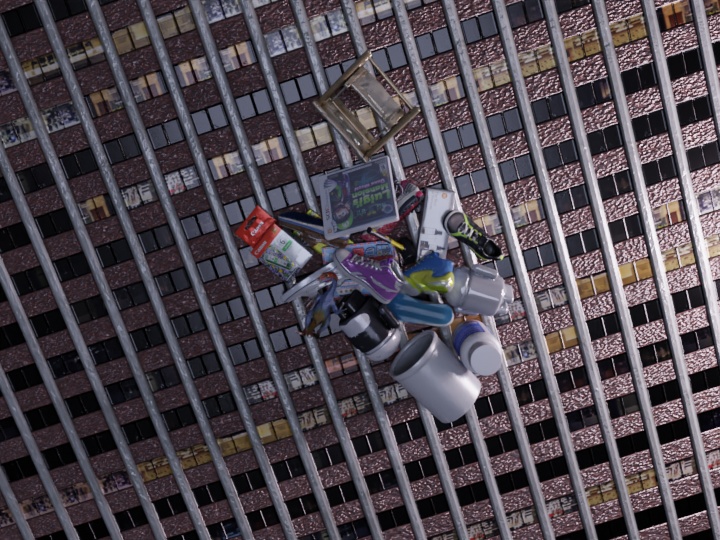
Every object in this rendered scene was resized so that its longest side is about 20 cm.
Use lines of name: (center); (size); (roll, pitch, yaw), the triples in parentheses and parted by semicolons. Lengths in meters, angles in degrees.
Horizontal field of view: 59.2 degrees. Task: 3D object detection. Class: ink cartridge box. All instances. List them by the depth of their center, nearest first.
ink cartridge box: (-0.235, -0.070, 1.707); (0.200, 0.050, 0.109); (40, 103, -9)

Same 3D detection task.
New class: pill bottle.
pill bottle: (0.315, 0.210, 1.701); (0.111, 0.200, 0.113); (0, 101, -1)

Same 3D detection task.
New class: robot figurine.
robot figurine: (0.311, 0.056, 1.716); (0.198, 0.113, 0.171); (16, 124, -5)
robot figurine: (0.022, 0.150, 1.725); (0.125, 0.150, 0.200); (-42, 99, -10)

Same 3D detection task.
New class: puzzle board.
puzzle board: (0.000, 0.000, 1.736); (0.198, 0.017, 0.152); (-6, 106, 1)

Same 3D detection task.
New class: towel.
towel: (-0.084, -0.077, 1.733); (0.199, 0.018, 0.086); (38, 103, -9)

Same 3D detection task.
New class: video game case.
video game case: (-0.008, -0.187, 1.629); (0.198, 0.023, 0.184); (-14, 67, 16)

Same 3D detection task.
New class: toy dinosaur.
toy dinosaur: (-0.112, 0.091, 1.684); (0.104, 0.200, 0.183); (21, 87, -17)

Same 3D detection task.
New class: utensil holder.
utensil holder: (0.207, 0.290, 1.734); (0.200, 0.170, 0.170); (44, 97, -11)

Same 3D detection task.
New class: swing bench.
swing bench: (0.014, -0.415, 1.615); (0.200, 0.130, 0.199); (-41, 100, 12)

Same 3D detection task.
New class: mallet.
mallet: (0.077, -0.082, 1.657); (0.041, 0.066, 0.199); (-37, 139, 22)

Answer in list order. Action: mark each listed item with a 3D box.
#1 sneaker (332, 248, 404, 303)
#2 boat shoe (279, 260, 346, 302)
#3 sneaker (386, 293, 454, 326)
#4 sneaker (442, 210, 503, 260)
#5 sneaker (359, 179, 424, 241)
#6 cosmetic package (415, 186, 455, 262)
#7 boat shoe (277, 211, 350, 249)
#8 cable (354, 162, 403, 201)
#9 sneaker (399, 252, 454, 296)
sneaker: (0.028, -0.015, 1.656); (0.200, 0.073, 0.115); (36, 129, -2)
boat shoe: (-0.128, 0.045, 1.711); (0.199, 0.074, 0.066); (-31, 95, 21)
sneaker: (0.158, 0.115, 1.742); (0.198, 0.081, 0.077); (14, 81, 17)
sneaker: (0.307, -0.093, 1.681); (0.199, 0.083, 0.072); (34, 84, -25)
sneaker: (0.077, -0.155, 1.695); (0.200, 0.081, 0.075); (-41, 72, 2)
cosmetic package: (0.201, -0.119, 1.712); (0.082, 0.051, 0.202); (6, 101, -4)
boat shoe: (-0.127, -0.099, 1.681); (0.198, 0.072, 0.073); (15, 113, 1)
cable: (0.004, -0.196, 1.662); (0.200, 0.051, 0.164); (-42, 67, 6)
sneaker: (0.165, 0.008, 1.692); (0.198, 0.076, 0.106); (2, 60, 32)
